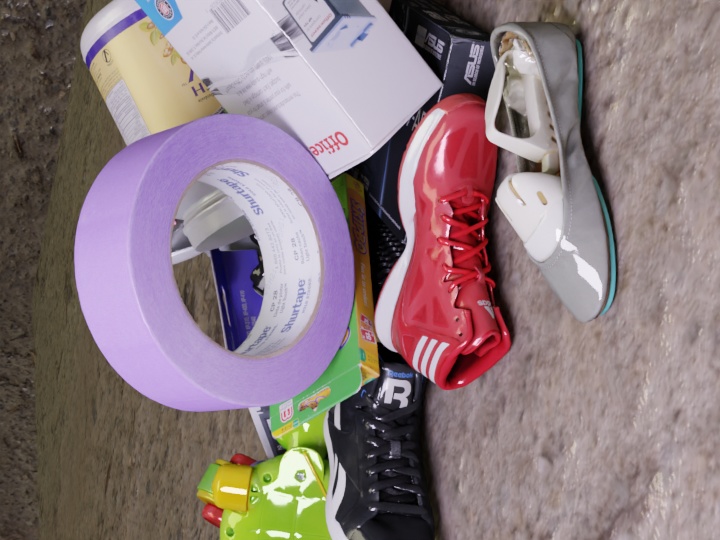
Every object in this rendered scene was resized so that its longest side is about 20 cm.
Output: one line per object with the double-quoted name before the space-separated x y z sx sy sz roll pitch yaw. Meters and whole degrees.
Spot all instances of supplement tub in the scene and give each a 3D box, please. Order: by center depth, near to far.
"supplement tub" -0.125 -0.131 1.122 0.200 0.145 0.145 62 155 5

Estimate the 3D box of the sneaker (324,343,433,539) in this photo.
"sneaker" 0.017 0.128 1.010 0.200 0.073 0.112 -109 29 -52

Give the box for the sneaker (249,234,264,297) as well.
"sneaker" -0.058 0.026 1.253 0.076 0.087 0.200 115 151 -42

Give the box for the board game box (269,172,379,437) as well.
"board game box" -0.032 0.027 1.043 0.095 0.030 0.200 -33 42 32

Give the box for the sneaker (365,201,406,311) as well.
"sneaker" 0.000 0.000 1.149 0.200 0.070 0.090 -123 23 -57

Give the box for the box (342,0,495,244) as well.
"box" 0.040 -0.126 1.075 0.200 0.043 0.161 -126 45 -62

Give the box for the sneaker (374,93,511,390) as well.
"sneaker" 0.077 -0.011 0.935 0.116 0.078 0.200 43 131 50

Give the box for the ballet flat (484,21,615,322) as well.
"ballet flat" 0.108 -0.063 0.838 0.067 0.064 0.200 131 139 -60

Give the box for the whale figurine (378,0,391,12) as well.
"whale figurine" -0.048 -0.223 1.113 0.200 0.104 0.159 127 132 -60

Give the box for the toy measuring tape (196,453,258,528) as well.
"toy measuring tape" -0.108 0.214 1.268 0.200 0.073 0.074 77 -170 -68

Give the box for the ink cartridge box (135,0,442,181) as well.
"ink cartridge box" -0.058 -0.168 0.990 0.086 0.200 0.146 -46 12 -25

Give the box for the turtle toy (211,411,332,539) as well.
"turtle toy" -0.049 0.193 1.141 0.101 0.145 0.200 -63 -19 -84

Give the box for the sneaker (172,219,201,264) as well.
"sneaker" -0.143 -0.083 1.242 0.099 0.200 0.071 60 179 -39

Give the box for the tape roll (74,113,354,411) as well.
"tape roll" -0.096 -0.004 0.951 0.066 0.200 0.201 -10 74 44

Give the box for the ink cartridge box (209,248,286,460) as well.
"ink cartridge box" -0.092 0.079 1.282 0.198 0.043 0.200 -106 0 -47

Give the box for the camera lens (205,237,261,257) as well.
"camera lens" -0.130 -0.128 1.386 0.200 0.160 0.160 -109 31 -50
